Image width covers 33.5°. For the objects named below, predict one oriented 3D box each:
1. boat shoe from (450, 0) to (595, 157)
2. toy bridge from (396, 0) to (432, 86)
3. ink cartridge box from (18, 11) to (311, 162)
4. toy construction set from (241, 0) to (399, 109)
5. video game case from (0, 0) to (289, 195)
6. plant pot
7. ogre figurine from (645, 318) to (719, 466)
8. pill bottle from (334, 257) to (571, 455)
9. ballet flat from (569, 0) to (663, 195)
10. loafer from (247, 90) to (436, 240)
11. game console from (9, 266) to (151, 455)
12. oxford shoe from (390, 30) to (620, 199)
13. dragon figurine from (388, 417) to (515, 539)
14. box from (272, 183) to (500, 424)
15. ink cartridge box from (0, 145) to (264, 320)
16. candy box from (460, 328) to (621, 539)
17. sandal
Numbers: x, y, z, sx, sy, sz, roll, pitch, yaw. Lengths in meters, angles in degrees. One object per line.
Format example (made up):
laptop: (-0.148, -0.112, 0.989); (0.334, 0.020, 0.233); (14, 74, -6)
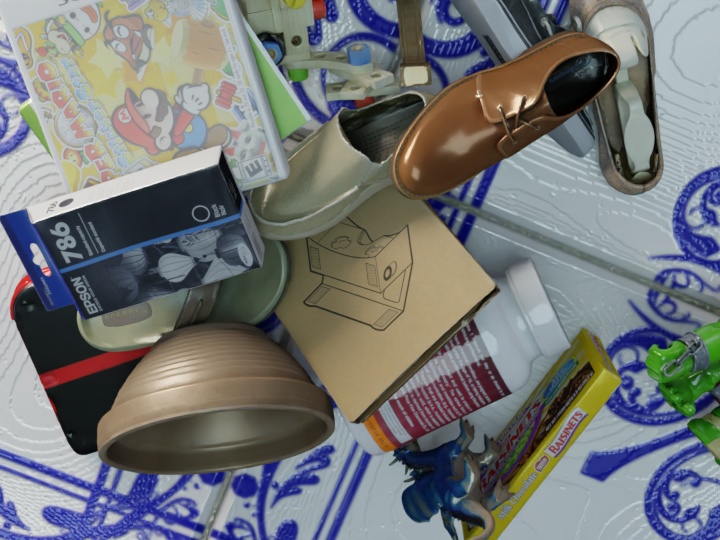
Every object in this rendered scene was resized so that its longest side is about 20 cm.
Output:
boat shoe: (0.146, -0.184, 0.983); (0.068, 0.074, 0.200); (-41, 107, -4)
toy bridge: (0.035, -0.253, 0.967); (0.027, 0.067, 0.202); (-6, 104, 3)
ink cartridge box: (-0.157, -0.134, 0.999); (0.199, 0.076, 0.148); (-32, 103, 11)
toy construction set: (-0.035, -0.227, 0.970); (0.130, 0.092, 0.202); (-15, 108, -12)
video game case: (-0.170, -0.145, 0.944); (0.180, 0.023, 0.202); (-15, 106, 8)
plant pot: (-0.125, 0.104, 1.014); (0.198, 0.201, 0.094); (-12, 68, 5)
ogre figurine: (0.330, 0.095, 1.043); (0.120, 0.098, 0.200); (-43, 109, 2)
pill bottle: (0.075, 0.071, 1.035); (0.198, 0.113, 0.114); (-26, 104, 9)
ballet flat: (0.220, -0.158, 0.990); (0.067, 0.067, 0.202); (-15, 105, 5)
loafer: (-0.012, -0.094, 0.977); (0.199, 0.068, 0.076); (-28, 59, 9)
game console: (-0.203, 0.063, 1.087); (0.198, 0.031, 0.178); (-18, 108, 7)
oxford shoe: (0.110, -0.120, 0.913); (0.199, 0.071, 0.072); (-35, 110, -3)
dragon figurine: (0.076, 0.196, 1.031); (0.059, 0.201, 0.100); (34, 112, -22)
box: (0.000, 0.000, 1.001); (0.163, 0.021, 0.201); (-44, 60, 12)
ink cartridge box: (-0.185, -0.023, 0.956); (0.198, 0.039, 0.100); (-17, 120, 10)
candy box: (0.154, 0.150, 1.062); (0.026, 0.102, 0.201); (33, 104, -7)
sandal: (-0.151, 0.025, 1.016); (0.199, 0.057, 0.081); (-19, 84, 8)
